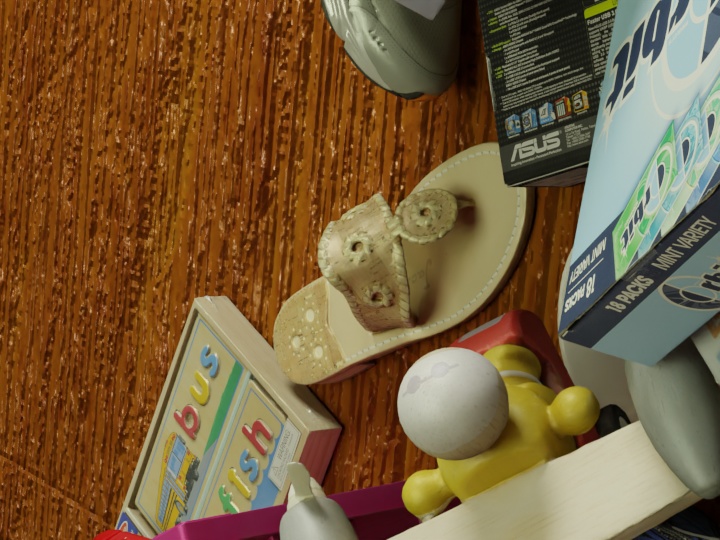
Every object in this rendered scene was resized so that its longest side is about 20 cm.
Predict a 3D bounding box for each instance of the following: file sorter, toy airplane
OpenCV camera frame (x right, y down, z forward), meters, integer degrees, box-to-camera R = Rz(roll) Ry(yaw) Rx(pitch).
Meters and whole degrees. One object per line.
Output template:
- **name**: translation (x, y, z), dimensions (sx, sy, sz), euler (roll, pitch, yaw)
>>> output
- **file sorter**: translation (-0.028, 0.186, 1.044), dimensions (0.139, 0.199, 0.127), euler (-31, 71, 47)
- **toy airplane**: translation (0.060, 0.095, 0.858), dimensions (0.198, 0.200, 0.141), euler (12, 146, 53)

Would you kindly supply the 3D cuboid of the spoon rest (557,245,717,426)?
- **spoon rest**: translation (0.153, 0.029, 0.921), dimensions (0.199, 0.060, 0.100), euler (12, 101, 49)

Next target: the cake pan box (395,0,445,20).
- **cake pan box**: translation (-0.060, -0.201, 0.932), dimensions (0.053, 0.199, 0.184), euler (-57, 34, 12)

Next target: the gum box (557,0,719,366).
- **gum box**: translation (0.134, -0.087, 0.774), dimensions (0.170, 0.044, 0.202), euler (127, 159, -64)

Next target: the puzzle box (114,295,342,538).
- **puzzle box**: translation (-0.085, 0.133, 1.246), dimensions (0.133, 0.025, 0.201), euler (45, 125, 41)

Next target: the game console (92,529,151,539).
- **game console**: translation (-0.092, 0.250, 1.227), dimensions (0.199, 0.031, 0.179), euler (10, 108, 38)

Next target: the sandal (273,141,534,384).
- **sandal**: translation (0.002, 0.005, 1.098), dimensions (0.211, 0.069, 0.078), euler (-39, 63, 45)

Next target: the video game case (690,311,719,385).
- **video game case**: translation (0.190, 0.024, 0.699), dimensions (0.201, 0.023, 0.183), euler (63, 143, 38)

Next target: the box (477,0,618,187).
- **box**: translation (0.133, -0.135, 0.949), dimensions (0.199, 0.044, 0.162), euler (-17, 78, 50)

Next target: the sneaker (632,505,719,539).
- **sneaker**: translation (0.150, 0.147, 0.915), dimensions (0.199, 0.078, 0.076), euler (9, 100, 50)

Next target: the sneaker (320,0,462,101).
- **sneaker**: translation (0.030, -0.186, 1.054), dimensions (0.092, 0.075, 0.202), euler (-11, 84, 46)
